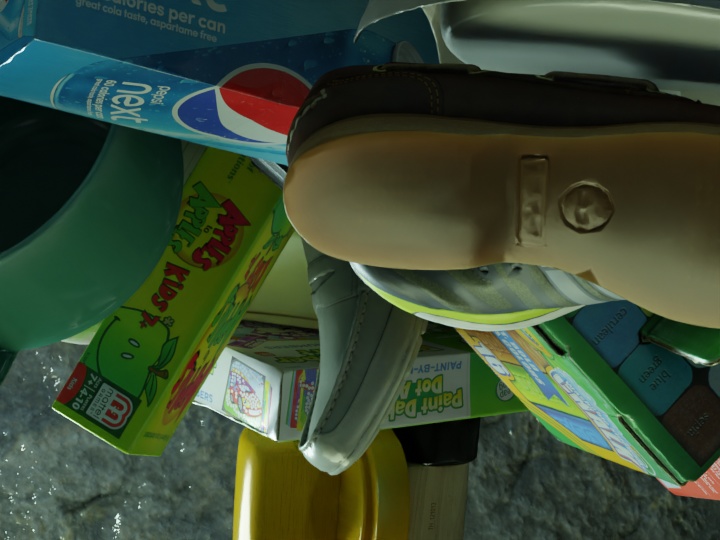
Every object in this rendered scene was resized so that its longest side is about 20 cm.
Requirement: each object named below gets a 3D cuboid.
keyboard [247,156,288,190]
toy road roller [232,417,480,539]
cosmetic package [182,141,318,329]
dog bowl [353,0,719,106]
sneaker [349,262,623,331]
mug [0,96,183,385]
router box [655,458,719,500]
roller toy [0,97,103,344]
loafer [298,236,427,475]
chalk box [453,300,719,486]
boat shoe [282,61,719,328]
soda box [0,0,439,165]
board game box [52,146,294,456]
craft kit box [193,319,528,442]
[{"bbox_3d":[-0.032,-0.060,0.807,0.200,0.040,0.104,43,177,16],"label":"keyboard"},{"bbox_3d":[-0.023,0.127,1.137,0.145,0.124,0.200,0,-170,-26],"label":"toy road roller"},{"bbox_3d":[-0.057,-0.028,1.083,0.198,0.104,0.074,7,129,14],"label":"cosmetic package"},{"bbox_3d":[0.099,-0.087,0.594,0.198,0.059,0.200,9,174,1],"label":"dog bowl"},{"bbox_3d":[0.088,-0.021,0.668,0.198,0.075,0.081,-3,164,11],"label":"sneaker"},{"bbox_3d":[-0.163,-0.032,0.782,0.152,0.185,0.115,39,171,24],"label":"mug"},{"bbox_3d":[0.228,0.021,0.843,0.049,0.200,0.179,47,168,-4],"label":"router box"},{"bbox_3d":[-0.191,-0.051,0.944,0.182,0.141,0.199,17,178,40],"label":"roller toy"},{"bbox_3d":[0.000,0.000,0.891,0.069,0.201,0.070,22,155,-13],"label":"loafer"},{"bbox_3d":[0.121,0.001,0.784,0.124,0.125,0.200,47,171,-10],"label":"chalk box"},{"bbox_3d":[0.075,-0.033,0.591,0.198,0.071,0.071,11,-148,0],"label":"boat shoe"},{"bbox_3d":[-0.044,-0.087,0.705,0.199,0.068,0.064,12,163,-31],"label":"soda box"},{"bbox_3d":[-0.078,-0.003,0.942,0.047,0.201,0.102,30,176,5],"label":"board game box"},{"bbox_3d":[-0.024,0.050,1.092,0.199,0.049,0.197,-3,-165,-38],"label":"craft kit box"}]
